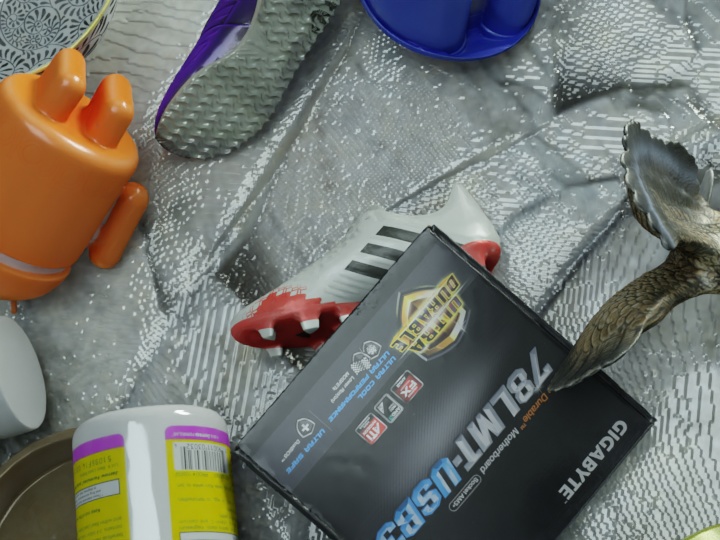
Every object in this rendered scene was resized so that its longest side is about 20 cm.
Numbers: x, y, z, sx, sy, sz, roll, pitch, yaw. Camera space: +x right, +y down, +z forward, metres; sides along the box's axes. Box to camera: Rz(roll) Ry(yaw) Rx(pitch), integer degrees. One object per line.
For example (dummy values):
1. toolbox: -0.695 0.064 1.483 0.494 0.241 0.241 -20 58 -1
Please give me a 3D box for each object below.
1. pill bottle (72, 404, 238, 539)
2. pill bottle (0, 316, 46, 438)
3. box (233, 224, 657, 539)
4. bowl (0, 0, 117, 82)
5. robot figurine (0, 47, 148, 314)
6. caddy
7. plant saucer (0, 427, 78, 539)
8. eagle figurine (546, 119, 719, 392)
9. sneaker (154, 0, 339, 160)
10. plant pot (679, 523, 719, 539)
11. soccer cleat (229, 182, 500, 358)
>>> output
1. pill bottle: -0.129 0.194 0.881 0.104 0.104 0.200 -10 71 9
2. pill bottle: -0.336 0.101 0.981 0.200 0.112 0.113 -16 70 6
3. box: 0.055 0.108 0.899 0.198 0.050 0.200 42 86 3
4. bowl: -0.265 -0.216 1.076 0.200 0.094 0.201 -4 72 12
5. robot figurine: -0.240 -0.062 0.993 0.117 0.144 0.200 44 110 25
6. caddy: 0.056 -0.248 1.013 0.141 0.105 0.200 -19 68 -18
7. plant saucer: -0.190 0.210 0.960 0.200 0.029 0.200 -4 73 11
8. eagle figurine: 0.202 -0.006 0.849 0.200 0.151 0.152 0 70 -26
9. sneaker: -0.088 -0.176 1.043 0.200 0.070 0.100 -50 33 13
10. plant pot: 0.228 0.256 0.780 0.200 0.200 0.193 -36 58 0
11. soccer cleat: 0.000 0.000 0.967 0.200 0.069 0.085 -19 64 2
